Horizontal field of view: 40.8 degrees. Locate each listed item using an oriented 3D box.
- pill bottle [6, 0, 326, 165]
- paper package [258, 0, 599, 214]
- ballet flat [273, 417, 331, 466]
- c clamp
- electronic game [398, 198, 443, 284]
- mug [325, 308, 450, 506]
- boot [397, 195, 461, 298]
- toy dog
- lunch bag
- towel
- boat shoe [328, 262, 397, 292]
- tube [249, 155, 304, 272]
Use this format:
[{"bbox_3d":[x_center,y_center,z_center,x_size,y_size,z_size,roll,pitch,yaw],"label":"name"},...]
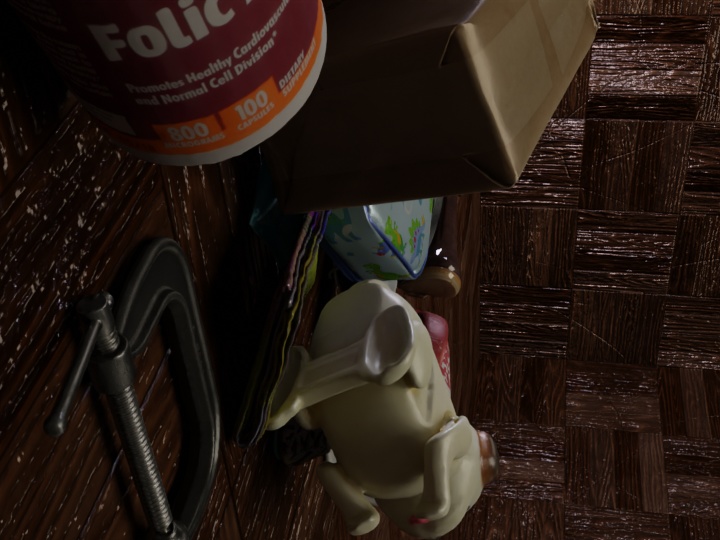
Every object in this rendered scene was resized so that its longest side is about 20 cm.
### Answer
[{"bbox_3d":[-0.081,-0.133,0.329,0.201,0.111,0.117,69,26,-65],"label":"pill bottle"},{"bbox_3d":[0.040,-0.140,0.651,0.201,0.187,0.105,-56,130,-43],"label":"paper package"},{"bbox_3d":[-0.021,0.117,0.857,0.200,0.070,0.074,-45,137,-74],"label":"ballet flat"},{"bbox_3d":[-0.108,0.078,0.498,0.173,0.026,0.203,-83,169,-48],"label":"c clamp"},{"bbox_3d":[0.046,-0.085,1.067,0.200,0.041,0.205,-171,-90,-74],"label":"electronic game"},{"bbox_3d":[0.056,0.126,1.040,0.134,0.177,0.201,46,24,-16],"label":"mug"},{"bbox_3d":[0.087,-0.056,1.140,0.200,0.071,0.170,151,-49,-83],"label":"boot"},{"bbox_3d":[0.025,0.125,0.770,0.202,0.138,0.195,58,15,-24],"label":"toy dog"},{"bbox_3d":[0.009,-0.104,0.866,0.161,0.081,0.204,48,44,-57],"label":"lunch bag"},{"bbox_3d":[-0.046,0.016,0.694,0.201,0.022,0.145,-74,-178,-54],"label":"towel"},{"bbox_3d":[0.000,0.000,0.954,0.202,0.062,0.071,-83,-167,-45],"label":"boat shoe"},{"bbox_3d":[-0.047,-0.103,0.727,0.078,0.049,0.204,55,43,-55],"label":"tube"}]
